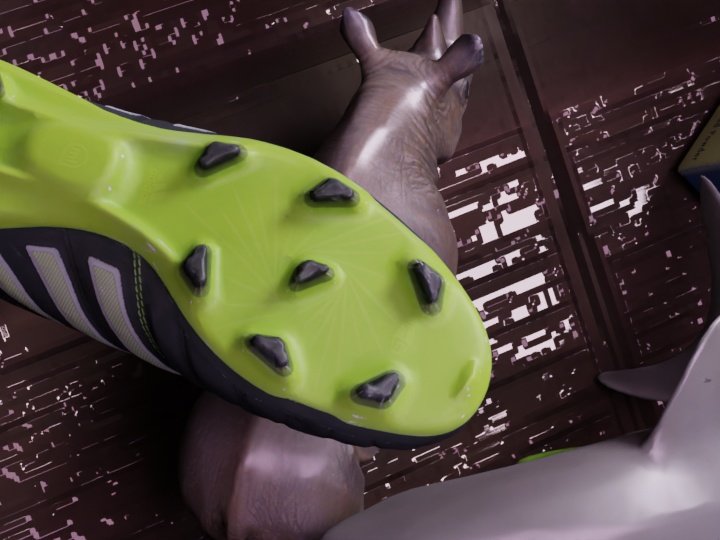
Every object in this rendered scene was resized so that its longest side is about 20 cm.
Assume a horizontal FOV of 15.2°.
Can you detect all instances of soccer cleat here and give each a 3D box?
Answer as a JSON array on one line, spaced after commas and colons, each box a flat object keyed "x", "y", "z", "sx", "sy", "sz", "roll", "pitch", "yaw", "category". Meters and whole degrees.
[{"x": -0.057, "y": -0.006, "z": 0.733, "sx": 0.200, "sy": 0.081, "sz": 0.068, "roll": 25, "pitch": 71, "yaw": 7, "category": "soccer cleat"}]

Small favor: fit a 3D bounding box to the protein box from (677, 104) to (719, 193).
[{"x": 0.255, "y": -0.026, "z": 0.874, "sx": 0.200, "sy": 0.198, "sz": 0.135, "roll": 43, "pitch": 67, "yaw": -19, "category": "protein box"}]

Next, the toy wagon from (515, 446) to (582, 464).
[{"x": 0.088, "y": 0.132, "z": 0.863, "sx": 0.200, "sy": 0.040, "sz": 0.156, "roll": -10, "pitch": 91, "yaw": -29, "category": "toy wagon"}]

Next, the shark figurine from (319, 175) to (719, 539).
[{"x": 0.098, "y": 0.041, "z": 0.780, "sx": 0.214, "sy": 0.128, "sz": 0.090, "roll": -33, "pitch": 135, "yaw": -53, "category": "shark figurine"}]

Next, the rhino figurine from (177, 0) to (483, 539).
[{"x": 0.000, "y": 0.000, "z": 0.791, "sx": 0.087, "sy": 0.060, "sz": 0.200, "roll": 54, "pitch": 53, "yaw": -65, "category": "rhino figurine"}]
